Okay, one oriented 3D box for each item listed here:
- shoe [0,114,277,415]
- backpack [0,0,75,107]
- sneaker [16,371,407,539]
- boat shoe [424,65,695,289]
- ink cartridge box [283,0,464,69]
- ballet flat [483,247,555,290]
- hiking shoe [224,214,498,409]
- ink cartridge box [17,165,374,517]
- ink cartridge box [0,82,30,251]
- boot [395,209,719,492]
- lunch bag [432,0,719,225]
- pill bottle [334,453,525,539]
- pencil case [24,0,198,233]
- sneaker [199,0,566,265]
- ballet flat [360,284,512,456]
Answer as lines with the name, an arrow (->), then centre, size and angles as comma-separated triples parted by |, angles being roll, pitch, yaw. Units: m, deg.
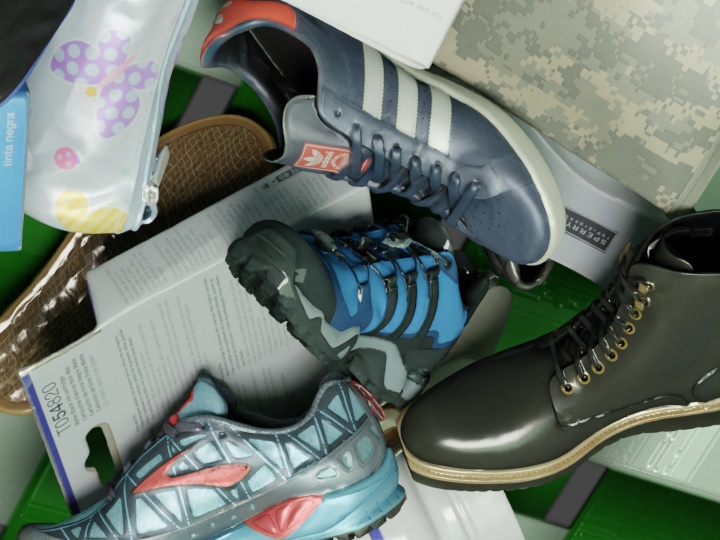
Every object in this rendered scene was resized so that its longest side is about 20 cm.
shoe -> -0.121, -0.005, 1.314 | 0.200, 0.053, 0.070 | -43, 85, 3
backpack -> -0.204, -0.164, 1.071 | 0.201, 0.189, 0.155 | -58, 137, -30
sneaker -> -0.082, 0.102, 1.283 | 0.198, 0.079, 0.096 | -14, 95, -5
boat shoe -> 0.096, -0.045, 1.300 | 0.199, 0.057, 0.069 | 32, 115, -14
ink cartridge box -> 0.037, -0.215, 1.163 | 0.085, 0.148, 0.201 | 25, 112, -12
ballet flat -> 0.122, -0.080, 1.341 | 0.066, 0.057, 0.201 | 10, 118, -25
hiking shoe -> 0.000, 0.000, 1.237 | 0.087, 0.074, 0.200 | -49, 156, 3
ink cartridge box -> -0.078, 0.047, 1.310 | 0.199, 0.041, 0.200 | -29, 146, -15
ink cartridge box -> -0.261, -0.075, 1.159 | 0.198, 0.145, 0.085 | -3, 122, -17
boot -> 0.110, 0.031, 1.245 | 0.198, 0.078, 0.139 | -18, 148, -7
lunch bag -> 0.144, -0.157, 1.216 | 0.163, 0.118, 0.201 | 32, 122, 2
pill bottle -> -0.012, 0.162, 1.417 | 0.199, 0.112, 0.113 | -26, 126, -2
pencil case -> -0.119, -0.117, 1.213 | 0.083, 0.090, 0.201 | -13, 128, -46
sneaker -> 0.005, -0.061, 1.212 | 0.084, 0.200, 0.075 | -42, 168, -39
ballet flat -> 0.014, 0.088, 1.351 | 0.199, 0.064, 0.067 | -37, 148, -2
